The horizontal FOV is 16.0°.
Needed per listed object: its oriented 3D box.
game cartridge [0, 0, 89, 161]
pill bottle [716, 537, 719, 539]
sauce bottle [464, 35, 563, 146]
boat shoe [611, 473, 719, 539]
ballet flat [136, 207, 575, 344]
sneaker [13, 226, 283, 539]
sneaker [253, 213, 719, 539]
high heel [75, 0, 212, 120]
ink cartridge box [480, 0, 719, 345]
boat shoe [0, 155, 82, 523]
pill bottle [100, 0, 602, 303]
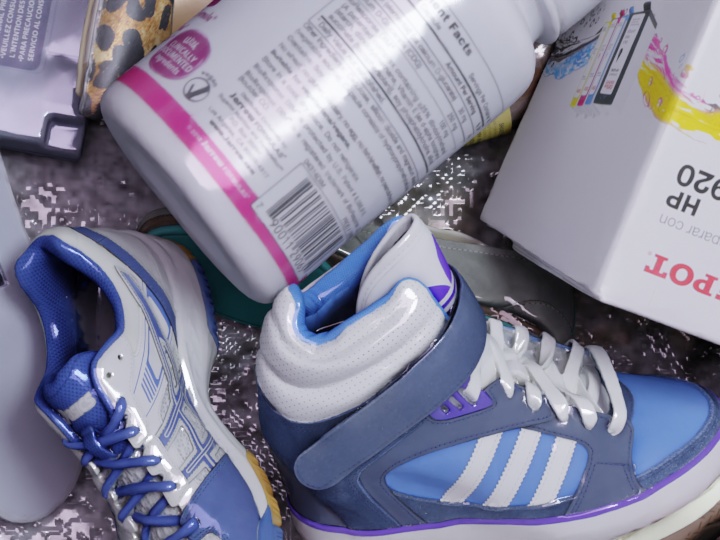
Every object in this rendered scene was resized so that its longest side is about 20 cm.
[{"bbox_3d":[-0.175,-0.157,1.166,0.133,0.041,0.201,11,77,-8],"label":"game cartridge"},{"bbox_3d":[0.157,0.181,1.095,0.200,0.112,0.112,-33,84,-12],"label":"pill bottle"},{"bbox_3d":[0.052,-0.089,1.157,0.199,0.065,0.065,-15,80,-5],"label":"sauce bottle"},{"bbox_3d":[0.116,0.100,1.133,0.200,0.072,0.076,-35,73,-13],"label":"boat shoe"},{"bbox_3d":[0.000,0.000,1.146,0.199,0.068,0.064,16,47,3],"label":"ballet flat"},{"bbox_3d":[-0.096,0.073,1.058,0.075,0.088,0.200,-36,60,28],"label":"sneaker"},{"bbox_3d":[0.055,0.040,1.058,0.199,0.147,0.081,-10,36,-2],"label":"sneaker"},{"bbox_3d":[-0.039,-0.125,1.135,0.142,0.072,0.200,19,53,2],"label":"high heel"},{"bbox_3d":[0.171,-0.071,1.083,0.147,0.145,0.201,20,97,-19],"label":"ink cartridge box"},{"bbox_3d":[-0.177,0.013,1.112,0.071,0.070,0.201,-26,107,-29],"label":"boat shoe"},{"bbox_3d":[0.000,-0.090,1.065,0.200,0.113,0.113,-40,85,-8],"label":"pill bottle"}]
